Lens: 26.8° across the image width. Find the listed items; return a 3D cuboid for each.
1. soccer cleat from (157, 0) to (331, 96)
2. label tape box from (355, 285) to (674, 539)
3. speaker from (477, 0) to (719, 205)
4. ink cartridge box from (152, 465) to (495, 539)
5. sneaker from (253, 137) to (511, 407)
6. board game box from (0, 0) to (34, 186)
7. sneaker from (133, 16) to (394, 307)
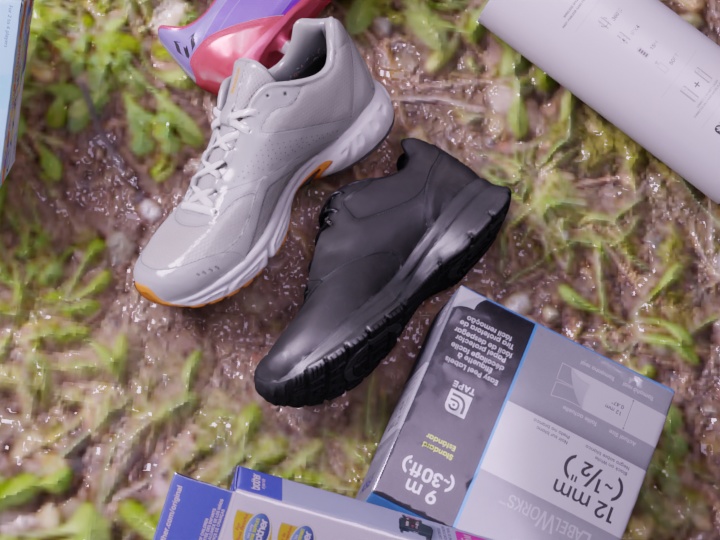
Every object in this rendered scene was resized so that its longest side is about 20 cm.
[{"bbox_3d":[-0.041,-0.189,0.941,0.076,0.067,0.200,36,71,5],"label":"soccer cleat"},{"bbox_3d":[0.077,0.131,0.862,0.143,0.066,0.201,26,67,-3],"label":"label tape box"},{"bbox_3d":[0.174,-0.133,0.960,0.200,0.081,0.081,37,68,1],"label":"speaker"},{"bbox_3d":[-0.020,0.180,0.808,0.199,0.042,0.120,16,105,-9],"label":"ink cartridge box"},{"bbox_3d":[0.000,0.000,0.892,0.091,0.076,0.200,40,61,12],"label":"sneaker"},{"bbox_3d":[-0.286,-0.115,0.821,0.199,0.103,0.106,8,101,-10],"label":"board game box"},{"bbox_3d":[-0.068,-0.069,0.868,0.075,0.092,0.200,19,59,40],"label":"sneaker"}]
